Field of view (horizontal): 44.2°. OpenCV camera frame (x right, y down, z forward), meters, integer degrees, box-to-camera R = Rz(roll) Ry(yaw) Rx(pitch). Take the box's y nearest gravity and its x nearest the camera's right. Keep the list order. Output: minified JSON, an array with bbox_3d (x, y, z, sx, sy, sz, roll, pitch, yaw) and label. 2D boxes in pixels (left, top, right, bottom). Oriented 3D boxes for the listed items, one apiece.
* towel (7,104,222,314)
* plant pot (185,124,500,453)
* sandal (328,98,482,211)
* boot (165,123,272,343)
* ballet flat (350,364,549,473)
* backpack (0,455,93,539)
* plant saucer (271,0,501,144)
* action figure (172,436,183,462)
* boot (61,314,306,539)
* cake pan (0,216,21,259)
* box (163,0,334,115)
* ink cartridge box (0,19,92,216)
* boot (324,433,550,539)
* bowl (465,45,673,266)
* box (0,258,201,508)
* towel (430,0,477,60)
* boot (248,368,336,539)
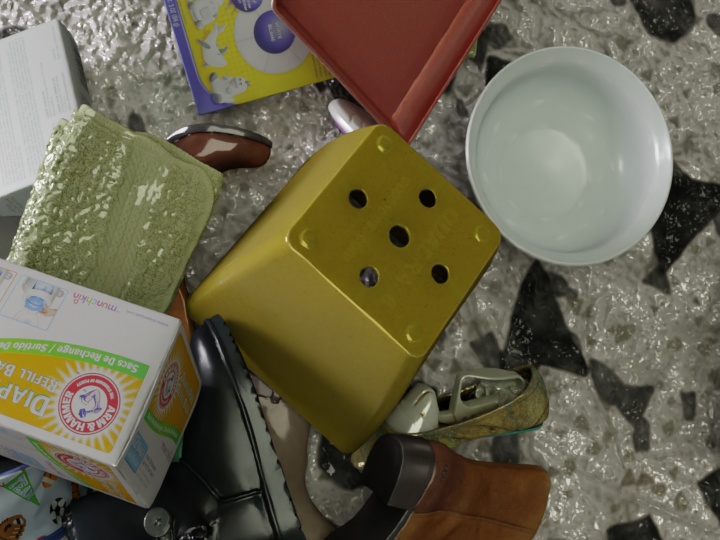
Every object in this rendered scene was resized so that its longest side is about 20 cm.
[{"bbox_3d":[-0.209,-0.017,0.729,0.146,0.036,0.204,22,95,-30],"label":"towel"},{"bbox_3d":[0.000,0.000,0.737,0.199,0.176,0.201,40,63,-3],"label":"plant pot"},{"bbox_3d":[0.040,-0.083,0.837,0.202,0.083,0.050,40,109,-1],"label":"sandal"},{"bbox_3d":[-0.163,-0.024,0.801,0.183,0.068,0.205,-6,85,-8],"label":"boot"},{"bbox_3d":[0.081,0.129,0.814,0.195,0.071,0.072,-12,85,-13],"label":"ballet flat"},{"bbox_3d":[-0.309,0.176,0.701,0.186,0.201,0.157,-13,110,-1],"label":"backpack"},{"bbox_3d":[0.028,-0.250,0.791,0.199,0.036,0.202,39,80,-40],"label":"plant saucer"},{"bbox_3d":[-0.101,0.215,0.721,0.118,0.055,0.200,-43,75,0],"label":"action figure"},{"bbox_3d":[-0.147,0.150,0.675,0.165,0.077,0.204,-19,74,-11],"label":"boot"},{"bbox_3d":[-0.358,-0.007,0.767,0.195,0.037,0.205,4,68,-9],"label":"cake pan"},{"bbox_3d":[-0.071,-0.226,0.813,0.196,0.049,0.120,-17,118,-5],"label":"box"},{"bbox_3d":[-0.332,-0.115,0.780,0.196,0.047,0.163,-21,66,1],"label":"ink cartridge box"},{"bbox_3d":[0.063,0.243,0.780,0.198,0.068,0.192,22,89,-38],"label":"boot"},{"bbox_3d":[0.186,-0.099,0.844,0.196,0.090,0.207,1,83,-8],"label":"bowl"},{"bbox_3d":[-0.221,0.070,0.606,0.196,0.113,0.103,18,63,6],"label":"box"},{"bbox_3d":[0.033,-0.294,0.873,0.195,0.036,0.152,14,83,-6],"label":"towel"},{"bbox_3d":[-0.072,0.148,0.795,0.197,0.070,0.148,29,79,-4],"label":"boot"}]
